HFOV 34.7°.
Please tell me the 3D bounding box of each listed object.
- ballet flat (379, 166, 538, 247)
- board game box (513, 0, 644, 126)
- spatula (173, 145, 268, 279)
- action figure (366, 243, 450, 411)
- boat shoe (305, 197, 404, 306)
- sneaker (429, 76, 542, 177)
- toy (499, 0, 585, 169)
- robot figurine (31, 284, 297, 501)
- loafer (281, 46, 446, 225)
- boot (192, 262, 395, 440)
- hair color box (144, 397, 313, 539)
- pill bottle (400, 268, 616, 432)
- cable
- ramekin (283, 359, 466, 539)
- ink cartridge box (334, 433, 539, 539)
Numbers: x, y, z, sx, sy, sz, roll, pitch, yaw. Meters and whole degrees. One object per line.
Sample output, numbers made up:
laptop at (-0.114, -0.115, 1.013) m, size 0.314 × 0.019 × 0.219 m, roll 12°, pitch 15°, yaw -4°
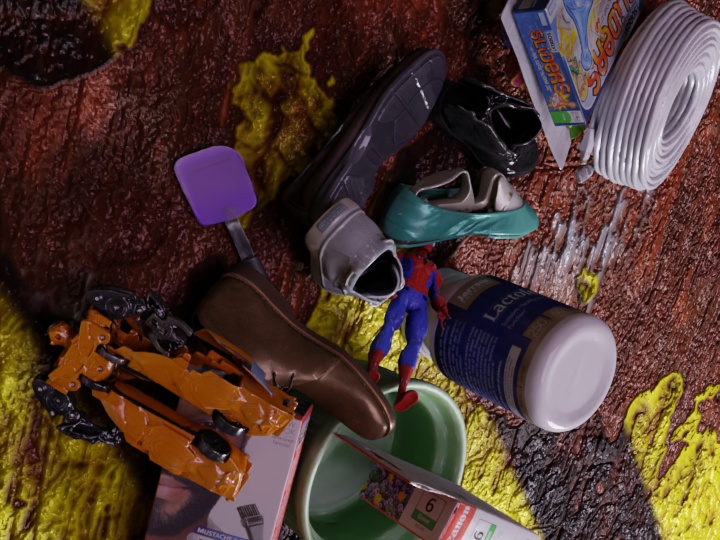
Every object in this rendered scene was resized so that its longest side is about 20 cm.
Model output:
ballet flat at (0.108, -0.066, 1.129) m, size 0.200 × 0.067 × 0.070 m, roll -7°, pitch 125°, yaw -36°
board game box at (0.217, -0.256, 1.125) m, size 0.200 × 0.034 × 0.135 m, roll -60°, pitch 137°, yaw -34°
spatula at (-0.102, -0.020, 1.005) m, size 0.056 × 0.021 × 0.200 m, roll -21°, pitch 128°, yaw -2°
action figure at (0.047, 0.035, 1.082) m, size 0.065 × 0.200 × 0.052 m, roll 24°, pitch 135°, yaw -10°
boat shoe at (0.001, -0.001, 1.008) m, size 0.070 × 0.072 × 0.201 m, roll -43°, pitch 166°, yaw -5°
sneaker at (0.136, -0.132, 1.104) m, size 0.200 × 0.104 × 0.060 m, roll 29°, pitch 87°, yaw -42°
toy at (0.171, -0.208, 1.134) m, size 0.200 × 0.047 × 0.115 m, roll 56°, pitch 48°, yaw -40°
robot figurine at (-0.160, 0.095, 0.924) m, size 0.200 × 0.058 × 0.145 m, roll 33°, pitch 108°, yaw -9°
loafer at (0.001, -0.125, 1.029) m, size 0.200 × 0.063 × 0.072 m, roll -56°, pitch 148°, yaw -12°
boot at (-0.059, 0.087, 0.984) m, size 0.200 × 0.074 × 0.075 m, roll 41°, pitch 51°, yaw -1°
hair color box at (-0.122, 0.202, 1.015) m, size 0.064 × 0.111 × 0.200 m, roll -50°, pitch 154°, yaw -80°
pill bottle at (0.138, 0.070, 1.122) m, size 0.116 × 0.200 × 0.116 m, roll -16°, pitch 116°, yaw -36°
cable at (0.314, -0.183, 1.215) m, size 0.200 × 0.069 × 0.200 m, roll -20°, pitch 132°, yaw -55°
ramekin at (-0.002, 0.184, 1.119) m, size 0.200 × 0.098 × 0.200 m, roll -16°, pitch 116°, yaw -35°
ink cartridge box at (0.062, 0.214, 1.042) m, size 0.200 × 0.109 × 0.050 m, roll 30°, pitch 86°, yaw -42°
